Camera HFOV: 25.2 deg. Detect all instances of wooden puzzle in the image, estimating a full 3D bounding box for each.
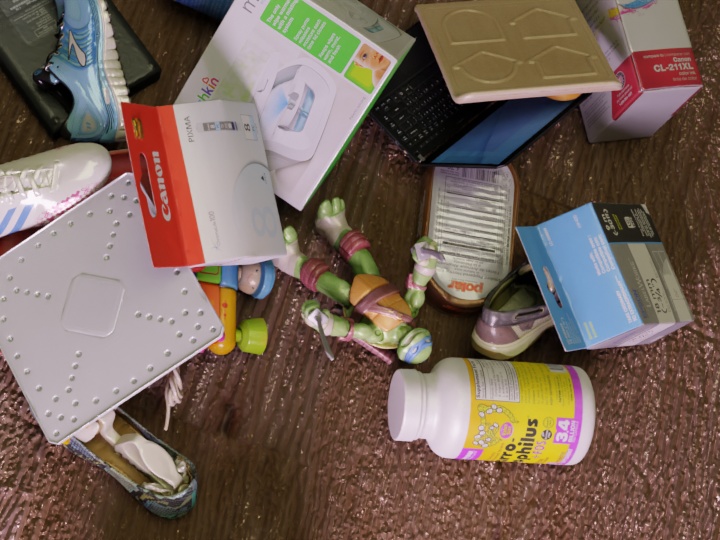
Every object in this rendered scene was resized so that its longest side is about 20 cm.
[{"bbox_3d":[0.168,-0.235,1.759,0.185,0.046,0.200,-6,40,-12],"label":"wooden puzzle"}]

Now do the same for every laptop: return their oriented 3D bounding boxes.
[{"bbox_3d":[0.114,-0.200,1.752,0.200,0.103,0.177,47,53,4],"label":"laptop"}]

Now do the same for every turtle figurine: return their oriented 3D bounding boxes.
[{"bbox_3d":[0.000,0.000,1.635,0.194,0.200,0.144,43,98,29],"label":"turtle figurine"}]

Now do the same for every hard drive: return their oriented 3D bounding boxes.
[{"bbox_3d":[-0.325,-0.254,1.717,0.139,0.033,0.200,-34,82,-22],"label":"hard drive"}]

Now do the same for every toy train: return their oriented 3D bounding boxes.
[{"bbox_3d":[-0.146,0.069,1.633,0.115,0.085,0.200,8,71,-27],"label":"toy train"}]

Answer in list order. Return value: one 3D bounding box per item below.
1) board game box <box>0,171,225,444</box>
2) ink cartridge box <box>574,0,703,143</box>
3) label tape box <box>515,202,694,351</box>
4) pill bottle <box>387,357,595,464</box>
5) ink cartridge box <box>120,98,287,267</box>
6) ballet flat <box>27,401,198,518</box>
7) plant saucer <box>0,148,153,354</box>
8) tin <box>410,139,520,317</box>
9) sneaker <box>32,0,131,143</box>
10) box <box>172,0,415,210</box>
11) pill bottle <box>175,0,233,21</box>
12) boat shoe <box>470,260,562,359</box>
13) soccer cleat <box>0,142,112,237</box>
[{"bbox_3d":[-0.255,0.037,1.558,0.200,0.026,0.200,-33,68,3],"label":"board game box"},{"bbox_3d":[0.296,-0.266,1.815,0.083,0.146,0.200,-7,74,-17],"label":"ink cartridge box"},{"bbox_3d":[0.263,0.005,1.702,0.200,0.063,0.144,-2,67,-55],"label":"label tape box"},{"bbox_3d":[0.133,0.144,1.656,0.200,0.104,0.105,4,70,-12],"label":"pill bottle"},{"bbox_3d":[-0.148,-0.086,1.548,0.047,0.200,0.160,-13,86,23],"label":"ink cartridge box"},{"bbox_3d":[-0.237,0.163,1.576,0.200,0.074,0.074,35,67,-1],"label":"ballet flat"},{"bbox_3d":[-0.269,-0.018,1.613,0.199,0.037,0.200,-7,72,12],"label":"plant saucer"},{"bbox_3d":[0.115,-0.049,1.756,0.112,0.042,0.200,8,70,-7],"label":"tin"},{"bbox_3d":[-0.296,-0.224,1.656,0.090,0.078,0.200,-13,75,-14],"label":"sneaker"},{"bbox_3d":[-0.073,-0.200,1.670,0.176,0.200,0.097,35,25,-2],"label":"box"},{"bbox_3d":[-0.150,-0.330,1.744,0.200,0.112,0.112,23,67,-6],"label":"pill bottle"},{"bbox_3d":[0.189,0.021,1.705,0.072,0.066,0.201,31,45,24],"label":"boat shoe"},{"bbox_3d":[-0.342,-0.075,1.584,0.200,0.086,0.070,-25,68,5],"label":"soccer cleat"}]
